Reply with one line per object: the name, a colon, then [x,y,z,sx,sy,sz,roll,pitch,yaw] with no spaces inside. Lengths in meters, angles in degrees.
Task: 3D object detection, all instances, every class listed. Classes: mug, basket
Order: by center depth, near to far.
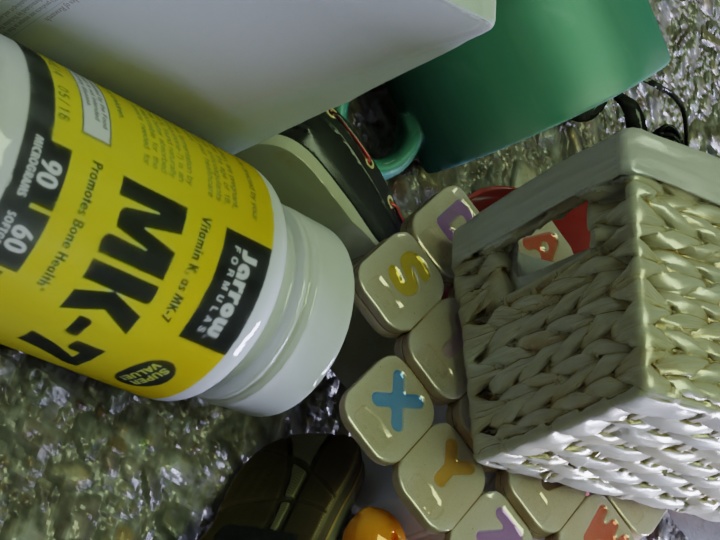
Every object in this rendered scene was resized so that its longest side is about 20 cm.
basket: [0.157,0.036,0.727,0.199,0.135,0.125,16,61,-31]
mug: [0.072,-0.132,0.843,0.185,0.151,0.115,-31,99,-45]

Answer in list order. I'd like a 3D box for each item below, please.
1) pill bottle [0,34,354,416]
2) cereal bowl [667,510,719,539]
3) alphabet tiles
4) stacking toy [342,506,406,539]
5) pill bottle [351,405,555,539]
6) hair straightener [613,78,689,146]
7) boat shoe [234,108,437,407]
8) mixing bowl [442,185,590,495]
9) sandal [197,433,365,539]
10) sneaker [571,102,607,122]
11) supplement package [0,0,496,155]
pill bottle: [-0.104,-0.011,0.655,0.199,0.114,0.115,25,62,-39]
cereal bowl: [0.254,0.081,0.971,0.083,0.201,0.200,38,44,13]
alphabet tiles: [0.078,0.059,0.754,0.201,0.015,0.195,53,46,-4]
stacking toy: [0.018,0.209,0.717,0.116,0.109,0.202,-15,95,-47]
pill bottle: [0.076,0.169,0.795,0.201,0.112,0.113,57,46,-18]
hair straightener: [0.210,-0.042,1.037,0.077,0.041,0.202,-34,107,-46]
boat shoe: [0.002,-0.001,0.792,0.202,0.073,0.063,58,34,-25]
mixing bowl: [0.139,0.037,0.900,0.199,0.108,0.202,16,68,-44]
sandal: [-0.054,0.150,0.704,0.200,0.080,0.054,-49,136,-46]
sneaker: [0.138,-0.193,1.001,0.079,0.075,0.202,29,65,-54]
supplement package: [-0.075,-0.167,0.616,0.199,0.190,0.149,21,65,-35]
